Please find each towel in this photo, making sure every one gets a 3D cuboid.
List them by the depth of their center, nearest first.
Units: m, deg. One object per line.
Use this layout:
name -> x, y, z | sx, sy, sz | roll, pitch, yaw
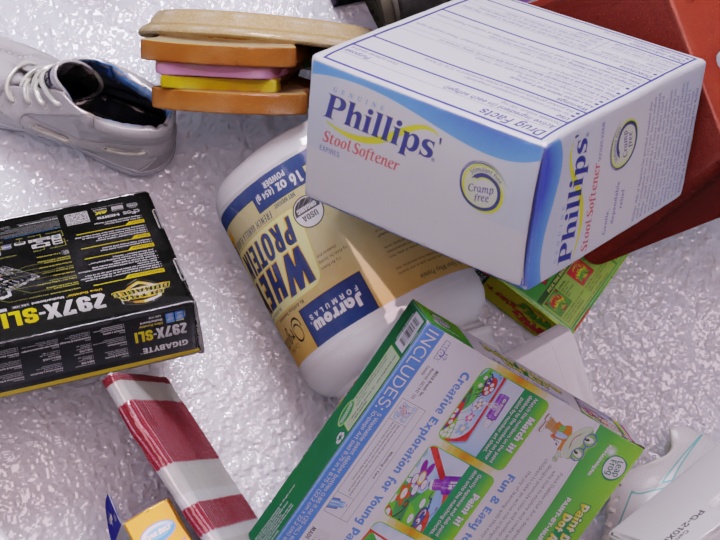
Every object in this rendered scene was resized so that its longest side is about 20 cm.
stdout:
towel -> -0.103, 0.158, 1.233 | 0.023, 0.144, 0.200 | -34, 81, 3

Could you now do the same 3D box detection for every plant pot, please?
plant pot -> 0.249, -0.139, 1.311 | 0.199, 0.176, 0.201 | -20, 89, -22

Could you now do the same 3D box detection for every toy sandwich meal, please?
toy sandwich meal -> -0.070, -0.144, 1.311 | 0.204, 0.205, 0.071 | 5, 94, -10

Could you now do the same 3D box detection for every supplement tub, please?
supplement tub -> 0.000, 0.000, 1.297 | 0.144, 0.144, 0.201 | -26, 79, -17

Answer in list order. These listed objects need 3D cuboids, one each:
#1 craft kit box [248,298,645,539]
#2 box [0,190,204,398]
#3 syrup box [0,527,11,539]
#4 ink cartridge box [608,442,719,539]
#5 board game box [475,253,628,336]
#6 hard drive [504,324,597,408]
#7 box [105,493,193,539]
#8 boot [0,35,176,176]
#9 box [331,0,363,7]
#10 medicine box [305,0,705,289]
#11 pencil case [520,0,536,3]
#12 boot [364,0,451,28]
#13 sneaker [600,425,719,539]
craft kit box -> 0.059, 0.149, 1.233 | 0.197, 0.049, 0.200 | 32, 100, -23
box -> -0.222, 0.019, 1.248 | 0.199, 0.050, 0.160 | -13, 35, -13
syrup box -> -0.297, 0.168, 1.221 | 0.079, 0.081, 0.200 | -38, 82, -18
ink cartridge box -> 0.279, 0.228, 1.268 | 0.144, 0.084, 0.201 | -34, 112, -22
board game box -> 0.168, -0.050, 1.396 | 0.101, 0.048, 0.200 | 37, 70, 2
hard drive -> 0.083, 0.142, 1.300 | 0.199, 0.027, 0.132 | -28, 114, -18
box -> -0.110, 0.234, 1.218 | 0.041, 0.119, 0.201 | -26, 80, -17
boot -> -0.224, -0.135, 1.319 | 0.199, 0.096, 0.074 | 19, 71, -5
box -> 0.007, -0.306, 1.361 | 0.078, 0.200, 0.142 | -14, 76, -15
medicine box -> 0.094, -0.093, 1.193 | 0.182, 0.103, 0.200 | 24, 34, 32
pencil case -> 0.153, -0.212, 1.428 | 0.085, 0.084, 0.200 | 25, 67, 20
boot -> 0.095, -0.234, 1.320 | 0.199, 0.182, 0.073 | -23, 90, 5
sneaker -> 0.203, 0.197, 1.326 | 0.080, 0.071, 0.200 | 38, 67, 19
